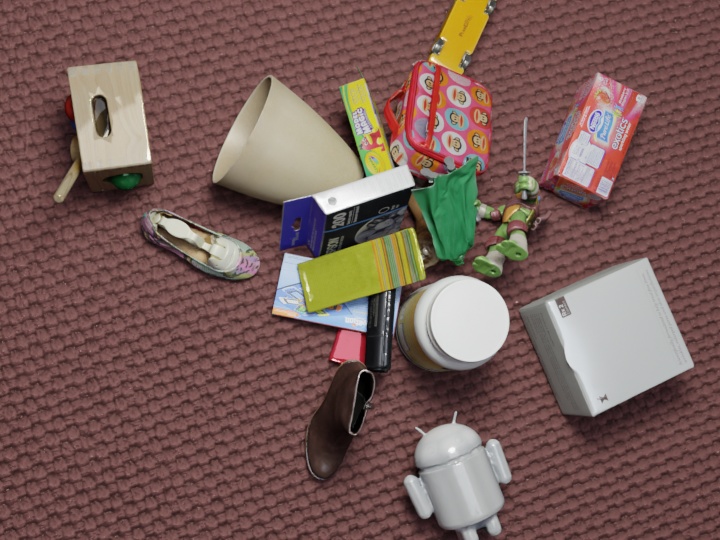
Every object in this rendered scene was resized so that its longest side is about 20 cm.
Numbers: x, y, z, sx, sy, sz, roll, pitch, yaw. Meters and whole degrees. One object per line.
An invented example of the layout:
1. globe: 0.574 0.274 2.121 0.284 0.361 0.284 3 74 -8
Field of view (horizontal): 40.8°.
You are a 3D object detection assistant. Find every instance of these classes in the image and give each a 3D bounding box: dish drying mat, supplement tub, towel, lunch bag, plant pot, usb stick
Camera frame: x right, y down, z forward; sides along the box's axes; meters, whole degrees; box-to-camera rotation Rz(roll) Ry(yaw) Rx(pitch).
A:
1. dish drying mat: 0.014 0.063 1.584 0.077 0.018 0.201 19 81 -5
2. supplement tub: 0.143 0.085 1.512 0.144 0.200 0.145 1 83 -10
3. towel: 0.000 0.000 1.518 0.199 0.018 0.086 -17 74 14
4. lunch bag: 0.120 -0.236 1.547 0.176 0.082 0.201 21 54 -17
5. plant pot: -0.101 -0.175 1.523 0.200 0.187 0.188 28 79 -20
6. usb stick: 0.033 0.062 1.530 0.032 0.055 0.201 9 79 -31

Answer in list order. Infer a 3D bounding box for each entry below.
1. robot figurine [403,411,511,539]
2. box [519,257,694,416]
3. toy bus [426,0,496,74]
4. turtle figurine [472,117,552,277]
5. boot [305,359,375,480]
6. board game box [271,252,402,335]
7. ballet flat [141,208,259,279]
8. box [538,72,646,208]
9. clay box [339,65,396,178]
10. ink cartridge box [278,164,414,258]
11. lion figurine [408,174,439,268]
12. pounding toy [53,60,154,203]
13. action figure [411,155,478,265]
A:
1. robot figurine: 0.154 0.329 1.530 0.169 0.113 0.201 -20 88 -14
2. box: 0.401 0.111 1.594 0.199 0.131 0.200 -22 88 -12
3. toy bus: 0.173 -0.415 1.640 0.065 0.078 0.201 26 79 -8
4. turtle figurine: 0.221 -0.104 1.570 0.143 0.200 0.194 -5 47 27
5. boot: -0.032 0.235 1.474 0.072 0.166 0.201 16 88 -9
6. board game box: -0.035 0.041 1.564 0.199 0.019 0.103 12 80 -2
7. ballet flat: -0.251 -0.041 1.518 0.199 0.071 0.069 26 78 -7
8. box: 0.395 -0.219 1.650 0.099 0.095 0.201 25 79 -7
9. clay box: 0.016 -0.216 1.551 0.047 0.115 0.201 -19 73 6
10. ink cartridge box: -0.025 -0.079 1.502 0.199 0.198 0.044 -17 73 -12
11. lion figurine: 0.101 -0.110 1.593 0.072 0.122 0.201 -2 65 -43
12. pounding toy: -0.390 -0.193 1.451 0.142 0.184 0.201 -9 85 -11
13. action figure: 0.138 -0.080 1.500 0.118 0.200 0.055 -24 44 -10
